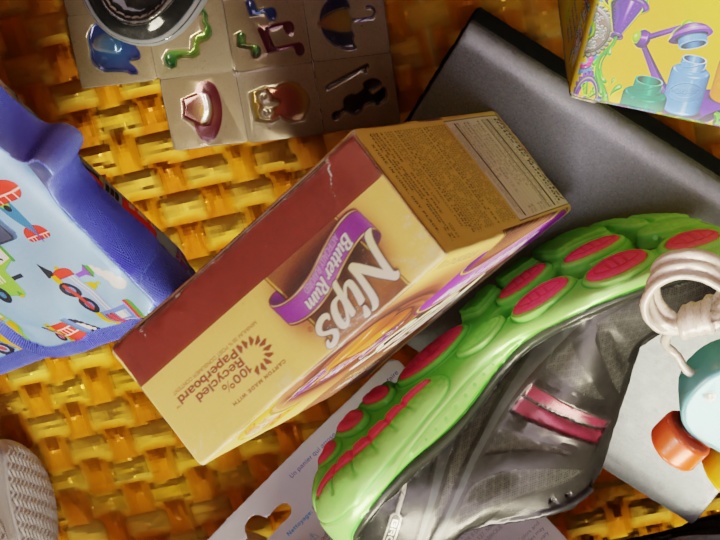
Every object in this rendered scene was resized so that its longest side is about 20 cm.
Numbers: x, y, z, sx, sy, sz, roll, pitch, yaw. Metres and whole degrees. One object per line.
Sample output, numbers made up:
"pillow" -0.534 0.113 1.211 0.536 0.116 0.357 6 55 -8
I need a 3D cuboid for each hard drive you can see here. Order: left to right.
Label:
"hard drive" 0.096 0.000 0.927 0.199 0.033 0.140 32 116 -2

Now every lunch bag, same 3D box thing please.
"lunch bag" -0.149 -0.037 0.840 0.151 0.094 0.199 46 155 -21

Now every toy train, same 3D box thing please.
"toy train" 0.205 0.022 0.834 0.198 0.056 0.151 -2 124 6

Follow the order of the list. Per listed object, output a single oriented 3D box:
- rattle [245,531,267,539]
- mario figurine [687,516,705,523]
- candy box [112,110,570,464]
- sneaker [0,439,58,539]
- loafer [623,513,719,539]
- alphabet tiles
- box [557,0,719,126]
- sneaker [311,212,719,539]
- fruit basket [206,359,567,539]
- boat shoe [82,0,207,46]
"rattle" -0.016 0.221 0.987 0.200 0.143 0.131 41 110 8
"mario figurine" 0.218 0.103 0.992 0.123 0.106 0.202 21 112 32
"candy box" 0.000 0.000 0.810 0.116 0.200 0.057 -40 82 16
"sneaker" -0.221 0.100 0.950 0.114 0.076 0.200 -14 157 16
"loafer" 0.119 0.150 0.968 0.199 0.063 0.073 -9 89 35
"alphabet tiles" -0.045 -0.145 0.887 0.165 0.008 0.202 -6 119 5
"box" 0.192 -0.154 0.808 0.198 0.122 0.194 12 119 -4
"sneaker" 0.072 0.050 0.883 0.200 0.077 0.084 -39 109 9
"fruit basket" 0.017 0.172 0.936 0.185 0.094 0.200 -45 69 0
"boat shoe" -0.076 -0.172 0.827 0.071 0.071 0.202 9 119 -4
